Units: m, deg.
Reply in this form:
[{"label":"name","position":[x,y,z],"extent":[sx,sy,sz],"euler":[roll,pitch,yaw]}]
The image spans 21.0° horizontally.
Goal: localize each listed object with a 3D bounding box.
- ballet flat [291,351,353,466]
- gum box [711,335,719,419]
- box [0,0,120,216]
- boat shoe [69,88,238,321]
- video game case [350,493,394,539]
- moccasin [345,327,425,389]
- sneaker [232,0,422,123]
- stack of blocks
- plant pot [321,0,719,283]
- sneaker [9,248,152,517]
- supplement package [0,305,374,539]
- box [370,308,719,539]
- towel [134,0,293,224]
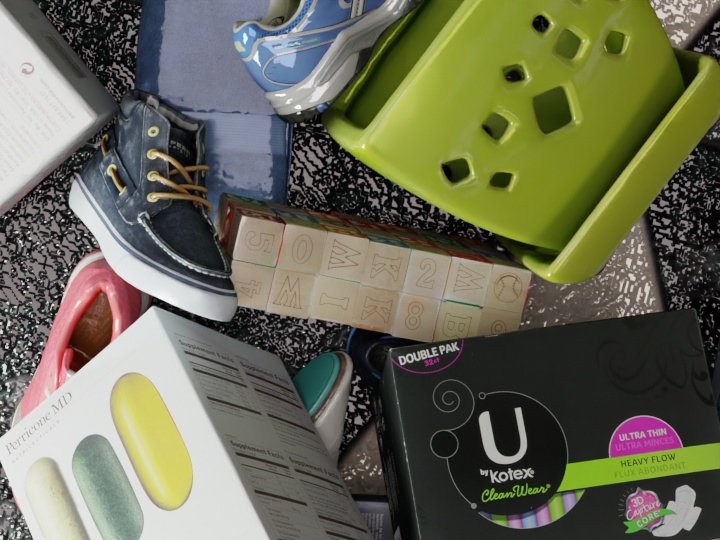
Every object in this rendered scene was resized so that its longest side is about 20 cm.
[{"label":"ballet flat","position":[-0.059,0.143,1.355],"extent":[0.069,0.069,0.200],"euler":[40,98,-5]},{"label":"gum box","position":[0.277,0.040,1.291],"extent":[0.044,0.170,0.202],"euler":[9,97,-2]},{"label":"box","position":[-0.270,-0.078,1.273],"extent":[0.200,0.152,0.107],"euler":[-40,96,3]},{"label":"boat shoe","position":[-0.122,-0.046,1.222],"extent":[0.070,0.200,0.092],"euler":[17,105,-36]},{"label":"video game case","position":[0.067,0.226,1.329],"extent":[0.198,0.019,0.145],"euler":[2,101,-4]},{"label":"moccasin","position":[0.086,0.085,1.342],"extent":[0.198,0.068,0.081],"euler":[9,96,-5]},{"label":"sneaker","position":[-0.007,-0.193,1.278],"extent":[0.077,0.075,0.201],"euler":[45,68,-25]},{"label":"stack of blocks","position":[0.000,0.000,1.288],"extent":[0.198,0.115,0.059],"euler":[11,98,-16]},{"label":"plant pot","position":[0.110,-0.112,1.262],"extent":[0.181,0.199,0.201],"euler":[37,93,-12]},{"label":"sneaker","position":[-0.200,0.083,1.326],"extent":[0.073,0.087,0.202],"euler":[16,96,-2]},{"label":"supplement package","position":[-0.104,0.160,1.239],"extent":[0.151,0.150,0.201],"euler":[-39,59,16]},{"label":"box","position":[0.119,0.122,1.228],"extent":[0.198,0.124,0.150],"euler":[-8,73,-8]},{"label":"towel","position":[-0.100,-0.105,1.327],"extent":[0.110,0.049,0.202],"euler":[4,97,-2]}]
